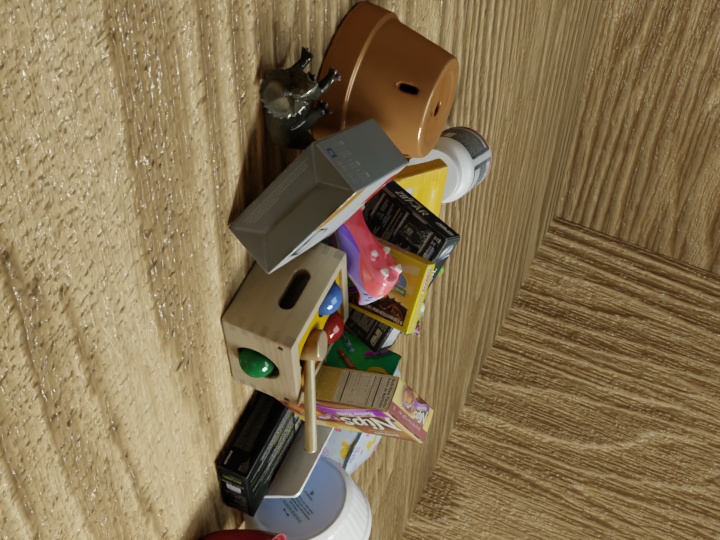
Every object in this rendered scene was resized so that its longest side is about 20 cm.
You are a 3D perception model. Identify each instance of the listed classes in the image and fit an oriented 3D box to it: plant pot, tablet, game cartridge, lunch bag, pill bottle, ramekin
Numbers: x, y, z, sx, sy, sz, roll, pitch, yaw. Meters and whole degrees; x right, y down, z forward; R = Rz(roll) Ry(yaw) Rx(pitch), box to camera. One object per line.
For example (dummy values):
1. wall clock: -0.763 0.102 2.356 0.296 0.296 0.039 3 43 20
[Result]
1. plant pot: 0.040 -0.233 1.638 0.200 0.140 0.201 21 90 -77
2. tablet: -0.096 0.262 1.912 0.014 0.130 0.200 48 53 -26
3. game cartridge: 0.029 -0.067 1.830 0.199 0.032 0.177 -16 137 -25
4. lunch bag: -0.019 0.240 2.134 0.201 0.127 0.170 -64 167 21
5. pill bottle: 0.152 -0.182 2.184 0.200 0.115 0.116 -35 144 -66
6. ramekin: -0.088 0.372 1.927 0.203 0.202 0.094 -60 152 -33

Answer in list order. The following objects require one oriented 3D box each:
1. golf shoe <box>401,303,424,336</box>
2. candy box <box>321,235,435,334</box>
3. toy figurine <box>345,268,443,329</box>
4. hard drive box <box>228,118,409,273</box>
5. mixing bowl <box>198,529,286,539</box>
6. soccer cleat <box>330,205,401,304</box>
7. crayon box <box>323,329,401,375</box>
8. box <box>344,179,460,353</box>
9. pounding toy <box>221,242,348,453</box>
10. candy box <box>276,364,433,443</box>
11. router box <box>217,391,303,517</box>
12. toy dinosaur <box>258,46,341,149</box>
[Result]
1. golf shoe: 0.007 0.042 1.897 0.073 0.199 0.093 11 -89 59
2. candy box: 0.000 0.000 1.698 0.026 0.199 0.103 -7 118 -60
3. toy figurine: 0.012 0.025 1.975 0.184 0.150 0.200 -57 143 -8
4. hard drive box: -0.047 -0.094 1.507 0.156 0.077 0.200 -42 178 26
5. mixing bowl: -0.197 0.448 1.781 0.200 0.108 0.201 20 90 -76
6. soccer cleat: -0.020 -0.050 1.657 0.076 0.200 0.067 -41 163 35
7. crayon box: -0.022 0.129 1.837 0.058 0.118 0.200 -66 -173 -9
8. box: 0.022 -0.013 1.724 0.043 0.160 0.200 -12 137 -58
9. pounding toy: -0.084 0.093 1.626 0.184 0.142 0.200 88 26 -56
10. candy box: -0.013 0.179 1.724 0.117 0.199 0.057 47 58 -50
11. router box: -0.136 0.241 1.829 0.149 0.051 0.200 92 24 -58
12. toy dinosaur: -0.078 -0.187 1.434 0.102 0.077 0.200 -41 169 -23
